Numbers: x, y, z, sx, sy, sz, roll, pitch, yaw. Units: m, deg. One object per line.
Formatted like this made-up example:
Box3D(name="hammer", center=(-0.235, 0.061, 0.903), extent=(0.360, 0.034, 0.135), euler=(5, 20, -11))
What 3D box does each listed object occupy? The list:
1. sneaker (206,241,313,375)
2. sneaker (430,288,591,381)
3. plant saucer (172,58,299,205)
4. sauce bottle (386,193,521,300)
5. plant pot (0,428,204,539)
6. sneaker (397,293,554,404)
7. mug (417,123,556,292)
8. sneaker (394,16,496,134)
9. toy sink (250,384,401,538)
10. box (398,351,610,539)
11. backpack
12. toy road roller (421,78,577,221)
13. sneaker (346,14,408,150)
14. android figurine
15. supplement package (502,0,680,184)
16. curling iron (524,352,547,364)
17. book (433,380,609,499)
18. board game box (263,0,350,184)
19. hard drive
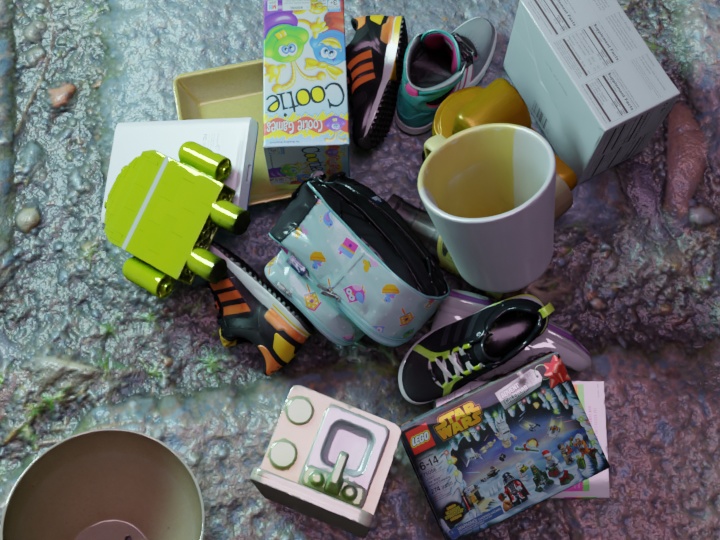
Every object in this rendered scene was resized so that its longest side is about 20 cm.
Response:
Box3D(name="sneaker", center=(-0.153, 0.040, 1.084), extent=(0.199, 0.070, 0.090), euler=(38, 90, 17))
Box3D(name="sneaker", center=(0.177, 0.094, 1.091), extent=(0.197, 0.075, 0.101), euler=(19, 95, 2))
Box3D(name="plant saucer", center=(-0.130, -0.172, 1.175), extent=(0.197, 0.049, 0.203), euler=(-11, 71, -5))
Box3D(name="sauce bottle", center=(0.116, -0.029, 1.123), extent=(0.198, 0.066, 0.067), euler=(28, 72, 8))
Box3D(name="plant pot", center=(-0.268, 0.289, 0.957), extent=(0.197, 0.135, 0.203), euler=(7, 54, -10))
Box3D(name="sneaker", center=(0.124, 0.084, 1.014), extent=(0.199, 0.083, 0.072), euler=(-34, 88, 8))
Box3D(name="mug", center=(0.152, -0.070, 1.021), extent=(0.147, 0.154, 0.188), euler=(-10, 46, 13))
Box3D(name="sneaker", center=(0.116, -0.281, 1.179), extent=(0.083, 0.121, 0.201), euler=(35, 73, 10))
Box3D(name="toy sink", center=(-0.033, 0.203, 0.969), extent=(0.129, 0.200, 0.113), euler=(19, 72, 6))
Box3D(name="box", center=(0.155, 0.194, 0.994), extent=(0.198, 0.040, 0.139), euler=(-26, 87, -3))
Box3D(name="backpack", center=(0.000, 0.000, 1.048), extent=(0.199, 0.176, 0.154), euler=(37, 103, 11))
Box3D(name="toy road roller", center=(0.174, -0.142, 1.119), extent=(0.123, 0.146, 0.200), euler=(-41, 76, -13))
Box3D(name="sneaker", center=(0.003, -0.250, 1.201), extent=(0.089, 0.070, 0.203), euler=(9, 69, 14))
Box3D(name="android figurine", center=(-0.225, -0.065, 1.068), extent=(0.198, 0.041, 0.184), euler=(24, 88, 27))
Box3D(name="supplement package", center=(0.285, -0.244, 1.152), extent=(0.110, 0.156, 0.202), euler=(-25, 73, -8))
Box3D(name="curling iron", center=(0.178, 0.187, 1.026), extent=(0.049, 0.026, 0.202), euler=(22, 81, 20))
Box3D(name="book", center=(0.186, 0.199, 1.058), extent=(0.196, 0.048, 0.136), euler=(1, 73, 0))
Box3D(name="board game box", center=(-0.066, -0.220, 1.112), extent=(0.101, 0.105, 0.203), euler=(-2, 70, -1))
Box3D(name="hard drive", center=(-0.225, -0.120, 1.120), extent=(0.197, 0.025, 0.134), euler=(2, 78, 23))
